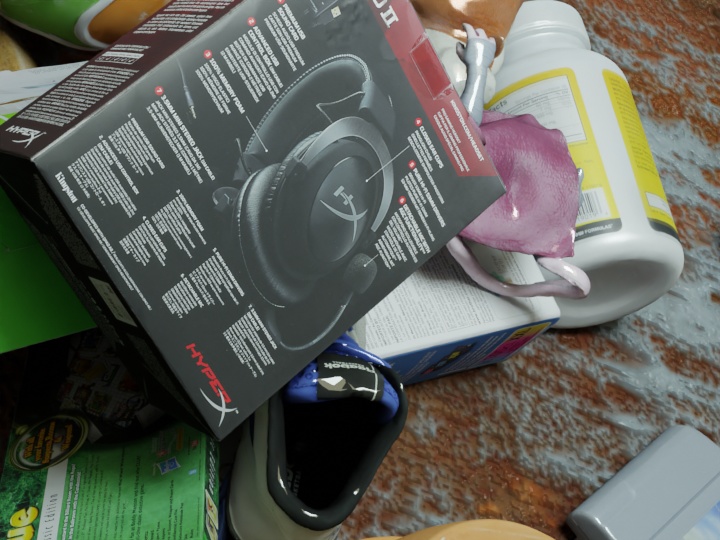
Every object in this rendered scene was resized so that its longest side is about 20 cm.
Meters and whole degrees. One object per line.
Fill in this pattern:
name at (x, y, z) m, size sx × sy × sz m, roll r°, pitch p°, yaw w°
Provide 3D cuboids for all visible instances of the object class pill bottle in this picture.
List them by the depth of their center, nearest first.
pill bottle at (0.132, -0.072, 1.017) m, size 0.112 × 0.112 × 0.201 m, roll 4°, pitch 59°, yaw -28°

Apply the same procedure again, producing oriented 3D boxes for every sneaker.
sneaker at (-0.017, 0.054, 0.752) m, size 0.080 × 0.115 × 0.200 m, roll 17°, pitch 52°, yaw -17°

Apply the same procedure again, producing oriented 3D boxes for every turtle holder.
turtle holder at (-0.177, -0.203, 0.918) m, size 0.132 × 0.185 × 0.141 m, roll 42°, pitch 69°, yaw -54°

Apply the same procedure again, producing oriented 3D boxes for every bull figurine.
bull figurine at (0.063, -0.190, 1.000) m, size 0.121 × 0.065 × 0.200 m, roll 33°, pitch 61°, yaw 0°

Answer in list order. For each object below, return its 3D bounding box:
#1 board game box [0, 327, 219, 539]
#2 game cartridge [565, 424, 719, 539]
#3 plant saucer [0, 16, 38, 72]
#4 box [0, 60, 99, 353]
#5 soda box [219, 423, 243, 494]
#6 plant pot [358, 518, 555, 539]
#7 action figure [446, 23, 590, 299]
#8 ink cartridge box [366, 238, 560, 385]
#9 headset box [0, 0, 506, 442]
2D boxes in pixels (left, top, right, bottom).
board game box at (-0.118, 0.082, 0.739) m, size 0.104 × 0.024 × 0.200 m, roll -13°, pitch 31°, yaw 4°
game cartridge at (0.227, 0.196, 0.951) m, size 0.133 × 0.042 × 0.200 m, roll -33°, pitch 80°, yaw -36°
plant saucer at (-0.261, -0.105, 0.858) m, size 0.199 × 0.035 × 0.201 m, roll 15°, pitch 54°, yaw -21°
box at (-0.154, -0.041, 0.763) m, size 0.199 × 0.176 × 0.097 m, roll -16°, pitch 110°, yaw -30°
soda box at (-0.104, 0.129, 0.776) m, size 0.064 × 0.068 × 0.200 m, roll 45°, pitch 49°, yaw 3°
plant pot at (0.045, 0.211, 0.765) m, size 0.199 × 0.140 × 0.201 m, roll 16°, pitch 53°, yaw -22°
action figure at (0.024, -0.050, 0.841) m, size 0.200 × 0.134 × 0.150 m, roll -5°, pitch 89°, yaw -51°
ink cartridge box at (0.000, 0.000, 0.916) m, size 0.199 × 0.076 × 0.137 m, roll -10°, pitch 67°, yaw -37°
headset box at (-0.040, -0.050, 0.682) m, size 0.200 × 0.077 × 0.149 m, roll -42°, pitch 118°, yaw -21°
